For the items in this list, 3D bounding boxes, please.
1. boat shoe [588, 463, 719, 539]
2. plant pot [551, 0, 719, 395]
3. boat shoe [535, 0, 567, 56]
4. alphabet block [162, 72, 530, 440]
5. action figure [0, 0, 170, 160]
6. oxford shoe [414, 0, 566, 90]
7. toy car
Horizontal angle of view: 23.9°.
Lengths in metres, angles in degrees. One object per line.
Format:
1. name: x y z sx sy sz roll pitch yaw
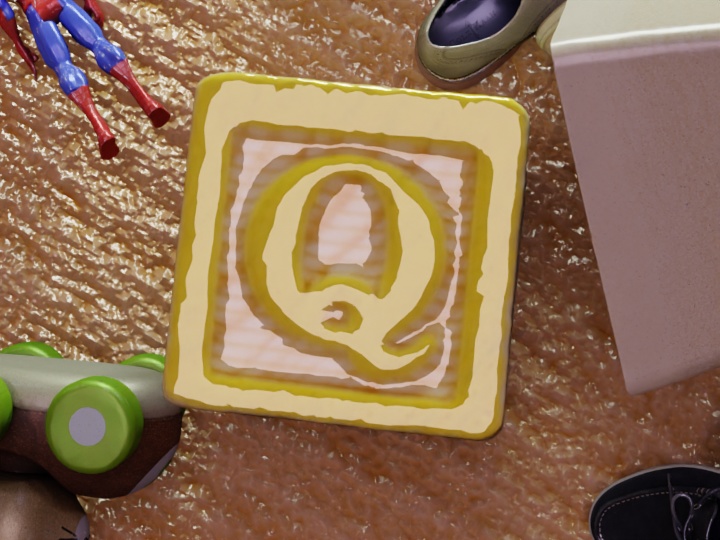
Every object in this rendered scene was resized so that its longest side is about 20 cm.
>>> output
1. boat shoe: 0.215 0.161 1.021 0.199 0.062 0.075 3 102 44
2. plant pot: 0.222 -0.070 0.975 0.175 0.200 0.202 -11 106 14
3. boat shoe: 0.212 -0.170 1.101 0.198 0.072 0.066 -20 81 -4
4. alphabet block: 0.000 0.000 1.032 0.194 0.200 0.198 4 83 5
5. action figure: -0.205 -0.167 1.143 0.065 0.052 0.201 -34 77 -5
6. oxford shoe: 0.118 -0.196 1.107 0.071 0.074 0.200 44 89 8
7. toy car: -0.194 0.155 1.057 0.156 0.164 0.202 6 94 5
